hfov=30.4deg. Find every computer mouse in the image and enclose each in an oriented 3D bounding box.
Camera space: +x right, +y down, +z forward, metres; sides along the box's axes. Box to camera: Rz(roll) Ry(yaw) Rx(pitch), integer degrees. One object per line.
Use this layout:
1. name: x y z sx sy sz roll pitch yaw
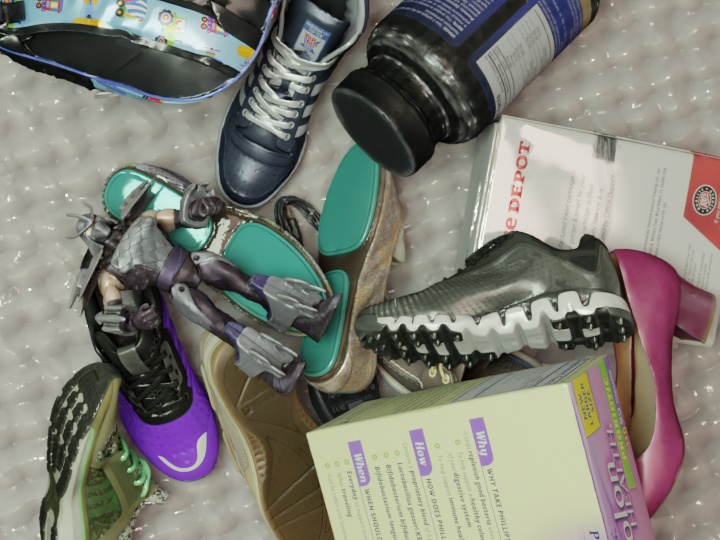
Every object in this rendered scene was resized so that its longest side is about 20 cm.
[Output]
1. computer mouse: -0.031 0.038 1.041 0.058 0.034 0.201 -13 86 -29

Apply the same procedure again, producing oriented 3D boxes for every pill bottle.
1. pill bottle: 0.076 -0.167 0.987 0.200 0.112 0.112 -44 96 -16

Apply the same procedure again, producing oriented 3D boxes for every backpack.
1. backpack: -0.148 -0.206 0.948 0.199 0.135 0.184 19 87 6

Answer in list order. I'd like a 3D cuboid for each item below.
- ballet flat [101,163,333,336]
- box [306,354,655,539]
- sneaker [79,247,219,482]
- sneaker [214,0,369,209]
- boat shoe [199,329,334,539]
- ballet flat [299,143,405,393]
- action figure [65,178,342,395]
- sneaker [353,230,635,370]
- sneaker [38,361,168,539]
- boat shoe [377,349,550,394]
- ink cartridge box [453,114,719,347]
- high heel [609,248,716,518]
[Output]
1. ballet flat: -0.101 -0.019 1.004 0.200 0.072 0.072 32 88 7
2. box: 0.088 0.168 0.913 0.199 0.097 0.177 -14 91 28
3. sneaker: -0.164 0.070 0.988 0.069 0.100 0.201 -22 93 -3
4. sneaker: -0.053 -0.141 0.992 0.070 0.108 0.201 26 88 -6
5. boat shoe: -0.069 0.131 1.022 0.072 0.065 0.201 -30 113 -18
6. ballet flat: 0.000 0.000 1.019 0.067 0.068 0.201 26 71 -42
7. action figure: -0.118 0.005 0.932 0.199 0.069 0.131 28 73 -1
8. sneaker: 0.094 0.017 0.955 0.199 0.067 0.091 -7 59 12
9. sneaker: -0.187 0.153 0.992 0.088 0.077 0.201 0 122 -26
10. boat shoe: 0.088 0.079 0.995 0.199 0.060 0.072 26 75 27
11. ink cartridge box: 0.181 -0.030 1.034 0.199 0.083 0.148 11 91 -7
12. high heel: 0.189 0.088 0.958 0.096 0.067 0.201 24 74 -24
